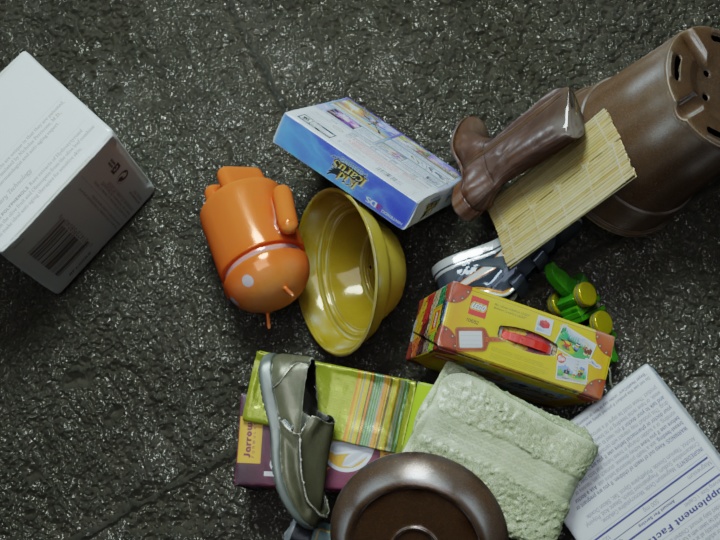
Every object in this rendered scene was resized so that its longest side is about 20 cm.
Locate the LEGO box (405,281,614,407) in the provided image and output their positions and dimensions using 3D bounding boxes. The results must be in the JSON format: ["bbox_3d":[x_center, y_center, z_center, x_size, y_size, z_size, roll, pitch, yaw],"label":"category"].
[{"bbox_3d":[0.167,0.090,1.238,0.197,0.149,0.078,19,76,-9],"label":"LEGO box"}]

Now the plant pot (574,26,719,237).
[{"bbox_3d":[0.358,-0.170,1.251,0.197,0.198,0.204,8,68,-21],"label":"plant pot"}]

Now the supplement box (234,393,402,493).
[{"bbox_3d":[-0.046,0.210,1.291,0.196,0.086,0.113,1,76,6],"label":"supplement box"}]

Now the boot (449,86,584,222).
[{"bbox_3d":[0.192,-0.173,1.292,0.064,0.200,0.189,27,43,-23],"label":"boot"}]

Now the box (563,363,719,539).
[{"bbox_3d":[0.317,0.241,1.218,0.183,0.105,0.201,-38,74,10],"label":"box"}]

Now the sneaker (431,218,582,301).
[{"bbox_3d":[0.191,-0.004,1.325,0.197,0.078,0.081,-25,69,11],"label":"sneaker"}]

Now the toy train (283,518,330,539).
[{"bbox_3d":[-0.010,0.361,1.256,0.197,0.086,0.115,17,67,11],"label":"toy train"}]

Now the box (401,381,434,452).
[{"bbox_3d":[0.090,0.222,1.252,0.047,0.122,0.203,7,75,30],"label":"box"}]

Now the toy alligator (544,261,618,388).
[{"bbox_3d":[0.288,0.072,1.310,0.054,0.059,0.202,-30,92,-36],"label":"toy alligator"}]

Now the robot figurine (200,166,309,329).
[{"bbox_3d":[-0.131,-0.035,1.338,0.142,0.117,0.202,-26,67,7],"label":"robot figurine"}]

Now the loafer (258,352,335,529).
[{"bbox_3d":[-0.063,0.188,1.204,0.068,0.075,0.204,-14,85,13],"label":"loafer"}]

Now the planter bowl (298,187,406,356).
[{"bbox_3d":[0.000,0.000,1.318,0.082,0.200,0.204,-4,72,-31],"label":"planter bowl"}]

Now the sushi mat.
[{"bbox_3d":[0.228,-0.092,1.241,0.199,0.012,0.097,-39,51,36],"label":"sushi mat"}]

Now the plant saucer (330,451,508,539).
[{"bbox_3d":[0.061,0.296,1.155,0.196,0.032,0.204,3,104,11],"label":"plant saucer"}]

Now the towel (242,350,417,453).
[{"bbox_3d":[-0.036,0.152,1.251,0.196,0.018,0.088,10,75,9],"label":"towel"}]

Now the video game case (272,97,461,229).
[{"bbox_3d":[0.016,-0.136,1.328,0.199,0.181,0.046,35,116,13],"label":"video game case"}]

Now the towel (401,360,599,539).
[{"bbox_3d":[0.148,0.205,1.172,0.198,0.036,0.150,27,84,3],"label":"towel"}]

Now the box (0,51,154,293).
[{"bbox_3d":[-0.403,-0.117,1.353,0.171,0.199,0.201,39,81,14],"label":"box"}]
